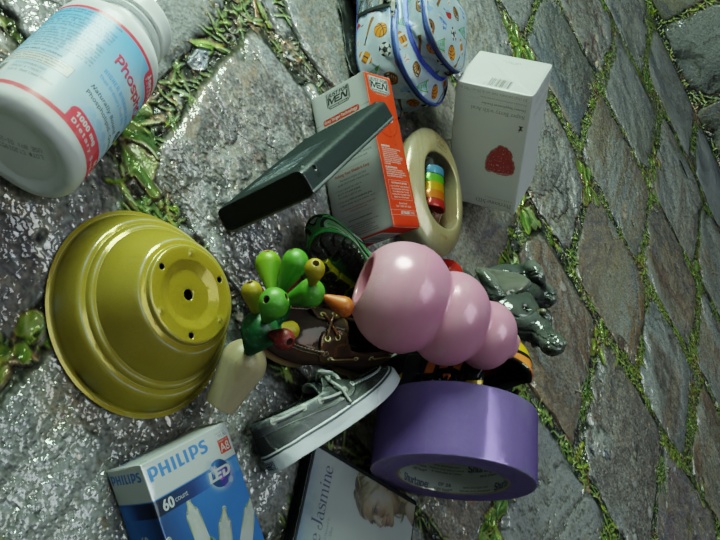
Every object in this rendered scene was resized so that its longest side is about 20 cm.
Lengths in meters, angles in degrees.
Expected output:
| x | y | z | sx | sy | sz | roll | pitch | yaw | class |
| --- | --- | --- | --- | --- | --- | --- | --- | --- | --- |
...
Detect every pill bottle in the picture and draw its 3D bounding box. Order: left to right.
| x | y | z | sx | sy | sz | roll | pitch | yaw | class |
| --- | --- | --- | --- | --- | --- | --- | --- | --- | --- |
| -0.250 | -0.169 | 0.685 | 0.109 | 0.107 | 0.202 | 48 | 45 | -28 | pill bottle |

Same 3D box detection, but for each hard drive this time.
| x | y | z | sx | sy | sz | roll | pitch | yaw | class |
| --- | --- | --- | --- | --- | --- | --- | --- | --- | --- |
| -0.059 | -0.123 | 0.877 | 0.033 | 0.138 | 0.200 | 57 | 41 | -16 | hard drive |

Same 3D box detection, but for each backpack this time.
| x | y | z | sx | sy | sz | roll | pitch | yaw | class |
| --- | --- | --- | --- | --- | --- | --- | --- | --- | --- |
| 0.071 | -0.330 | 1.118 | 0.199 | 0.152 | 0.195 | 24 | 69 | -47 | backpack |

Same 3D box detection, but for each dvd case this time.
| x | y | z | sx | sy | sz | roll | pitch | yaw | class |
| --- | --- | --- | --- | --- | --- | --- | --- | --- | --- |
| -0.008 | 0.302 | 0.879 | 0.199 | 0.017 | 0.145 | 39 | 50 | -35 | dvd case |

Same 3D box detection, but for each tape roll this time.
| x | y | z | sx | sy | sz | roll | pitch | yaw | class |
| --- | --- | --- | --- | --- | --- | --- | --- | --- | --- |
| 0.112 | 0.208 | 0.916 | 0.199 | 0.198 | 0.086 | 34 | 53 | -38 | tape roll |

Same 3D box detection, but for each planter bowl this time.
| x | y | z | sx | sy | sz | roll | pitch | yaw | class |
| --- | --- | --- | --- | --- | --- | --- | --- | --- | --- |
| -0.182 | 0.030 | 0.715 | 0.199 | 0.082 | 0.205 | 23 | 59 | -44 | planter bowl |

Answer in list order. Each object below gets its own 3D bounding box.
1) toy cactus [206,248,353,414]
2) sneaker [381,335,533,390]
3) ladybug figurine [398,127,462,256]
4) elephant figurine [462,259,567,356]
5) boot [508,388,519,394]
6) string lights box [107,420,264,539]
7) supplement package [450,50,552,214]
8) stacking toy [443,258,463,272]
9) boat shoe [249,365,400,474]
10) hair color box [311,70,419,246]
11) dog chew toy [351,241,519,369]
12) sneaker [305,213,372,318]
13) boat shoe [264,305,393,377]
| x | y | z | sx | sy | sz | roll | pitch | yaw | class |
| --- | --- | --- | --- | --- | --- | --- | --- | --- | --- |
| -0.087 | 0.060 | 0.733 | 0.101 | 0.200 | 0.167 | 30 | 87 | -14 | toy cactus |
| 0.113 | 0.126 | 0.928 | 0.090 | 0.196 | 0.071 | -112 | -171 | -66 | sneaker |
| 0.090 | -0.112 | 1.111 | 0.135 | 0.071 | 0.204 | 26 | 58 | -42 | ladybug figurine |
| 0.206 | 0.054 | 1.081 | 0.144 | 0.153 | 0.199 | 66 | 23 | 1 | elephant figurine |
| 0.150 | 0.164 | 1.083 | 0.199 | 0.073 | 0.164 | 50 | 41 | -25 | boot |
| -0.144 | 0.254 | 0.696 | 0.102 | 0.058 | 0.204 | -20 | 92 | -51 | string lights box |
| 0.213 | -0.213 | 1.190 | 0.120 | 0.119 | 0.203 | -54 | 152 | -46 | supplement package |
| 0.107 | 0.045 | 1.060 | 0.086 | 0.084 | 0.201 | 56 | 26 | -19 | stacking toy |
| -0.038 | 0.144 | 0.852 | 0.197 | 0.073 | 0.069 | -29 | 90 | -32 | boat shoe |
| 0.005 | -0.140 | 0.994 | 0.061 | 0.100 | 0.204 | -2 | 79 | -50 | hair color box |
| 0.090 | 0.050 | 0.868 | 0.197 | 0.125 | 0.126 | 24 | 54 | -11 | dog chew toy |
| 0.000 | 0.000 | 0.956 | 0.201 | 0.077 | 0.086 | 52 | 14 | -41 | sneaker |
| -0.038 | 0.074 | 0.883 | 0.198 | 0.070 | 0.072 | 17 | 52 | -46 | boat shoe |
